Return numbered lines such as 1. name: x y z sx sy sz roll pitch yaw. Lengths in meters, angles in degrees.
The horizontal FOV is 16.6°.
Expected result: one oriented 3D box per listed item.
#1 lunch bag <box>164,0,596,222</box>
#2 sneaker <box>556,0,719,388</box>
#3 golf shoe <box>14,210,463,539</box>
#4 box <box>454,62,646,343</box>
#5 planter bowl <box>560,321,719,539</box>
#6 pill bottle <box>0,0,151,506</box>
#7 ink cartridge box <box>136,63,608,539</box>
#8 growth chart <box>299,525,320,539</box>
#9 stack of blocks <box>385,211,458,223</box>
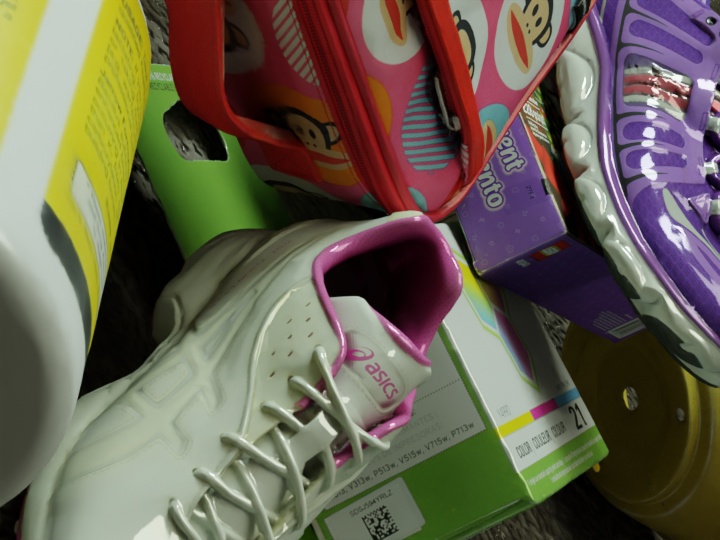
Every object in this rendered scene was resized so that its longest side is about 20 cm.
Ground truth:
1. lunch bag: 0.000 -0.116 0.748 0.176 0.082 0.200 -54 144 -28
2. sneaker: 0.118 -0.053 0.899 0.081 0.083 0.201 47 29 -52
3. golf shoe: -0.033 0.048 0.712 0.075 0.091 0.200 52 40 -25
4. box: 0.067 -0.052 0.968 0.137 0.039 0.200 69 15 15
5. planter bowl: 0.146 0.052 1.090 0.083 0.200 0.201 -6 67 -33
6. pill bottle: -0.114 -0.036 0.632 0.114 0.114 0.200 51 25 -27
7. ink cartridge box: 0.000 0.000 0.878 0.200 0.076 0.148 64 15 4
8. growth chart: -0.010 0.160 0.762 0.145 0.018 0.200 53 21 -23
9. stack of blocks: -0.001 -0.097 1.031 0.200 0.058 0.115 31 38 -53
